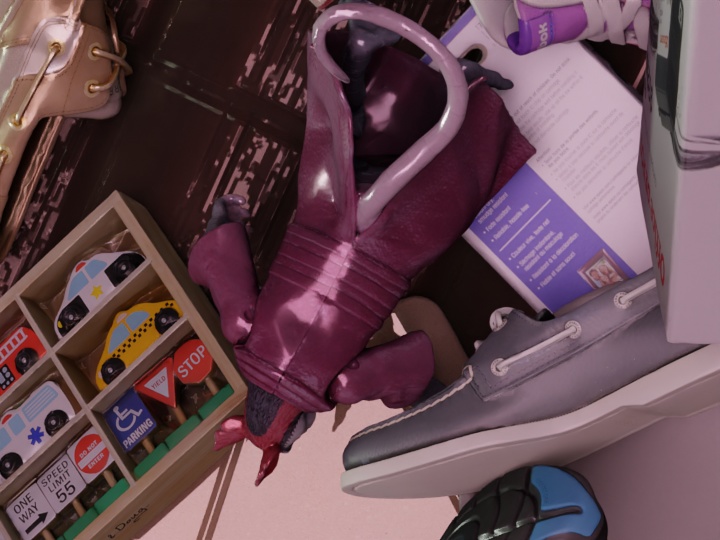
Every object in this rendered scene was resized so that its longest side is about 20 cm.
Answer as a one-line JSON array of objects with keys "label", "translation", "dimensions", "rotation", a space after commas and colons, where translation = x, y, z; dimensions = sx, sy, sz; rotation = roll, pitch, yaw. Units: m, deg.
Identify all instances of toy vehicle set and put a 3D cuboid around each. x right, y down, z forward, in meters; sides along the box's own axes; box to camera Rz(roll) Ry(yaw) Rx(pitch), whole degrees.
[{"label": "toy vehicle set", "translation": [-0.145, 0.077, 1.191], "dimensions": [0.200, 0.026, 0.124], "rotation": [-43, 61, 10]}]

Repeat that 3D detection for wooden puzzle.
[{"label": "wooden puzzle", "translation": [-0.013, 0.135, 1.197], "dimensions": [0.199, 0.037, 0.186], "rotation": [-28, 89, 7]}]

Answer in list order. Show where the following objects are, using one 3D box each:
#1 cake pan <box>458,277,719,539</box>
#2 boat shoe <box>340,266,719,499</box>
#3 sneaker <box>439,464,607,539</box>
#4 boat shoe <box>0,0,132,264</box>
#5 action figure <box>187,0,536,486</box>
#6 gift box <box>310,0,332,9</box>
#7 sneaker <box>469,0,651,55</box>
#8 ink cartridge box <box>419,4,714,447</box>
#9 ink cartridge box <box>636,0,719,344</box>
[{"label": "cake pan", "translation": [0.142, 0.097, 1.127], "dimensions": [0.199, 0.037, 0.201], "rotation": [2, 100, 14]}, {"label": "boat shoe", "translation": [0.080, 0.043, 1.087], "dimensions": [0.199, 0.073, 0.062], "rotation": [-21, 70, 18]}, {"label": "sneaker", "translation": [0.055, 0.148, 1.104], "dimensions": [0.082, 0.073, 0.200], "rotation": [39, 140, -4]}, {"label": "boat shoe", "translation": [-0.137, -0.089, 1.183], "dimensions": [0.069, 0.074, 0.200], "rotation": [35, 109, 3]}, {"label": "action figure", "translation": [0.000, 0.000, 1.092], "dimensions": [0.133, 0.149, 0.201], "rotation": [25, 90, -4]}, {"label": "gift box", "translation": [-0.024, -0.237, 1.095], "dimensions": [0.184, 0.200, 0.187], "rotation": [-41, 102, 7]}, {"label": "sneaker", "translation": [0.121, -0.108, 1.109], "dimensions": [0.200, 0.073, 0.114], "rotation": [35, 61, 14]}, {"label": "ink cartridge box", "translation": [0.102, -0.028, 1.158], "dimensions": [0.099, 0.039, 0.200], "rotation": [-44, 88, 12]}, {"label": "ink cartridge box", "translation": [0.154, -0.091, 0.994], "dimensions": [0.083, 0.145, 0.201], "rotation": [1, 120, 0]}]
